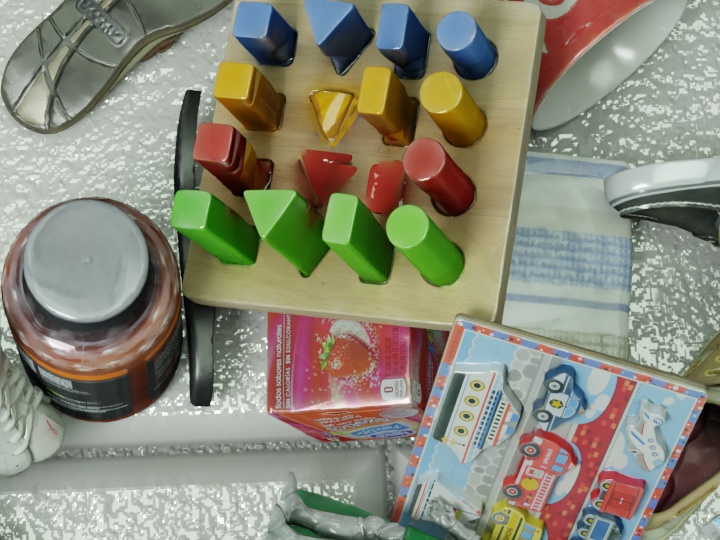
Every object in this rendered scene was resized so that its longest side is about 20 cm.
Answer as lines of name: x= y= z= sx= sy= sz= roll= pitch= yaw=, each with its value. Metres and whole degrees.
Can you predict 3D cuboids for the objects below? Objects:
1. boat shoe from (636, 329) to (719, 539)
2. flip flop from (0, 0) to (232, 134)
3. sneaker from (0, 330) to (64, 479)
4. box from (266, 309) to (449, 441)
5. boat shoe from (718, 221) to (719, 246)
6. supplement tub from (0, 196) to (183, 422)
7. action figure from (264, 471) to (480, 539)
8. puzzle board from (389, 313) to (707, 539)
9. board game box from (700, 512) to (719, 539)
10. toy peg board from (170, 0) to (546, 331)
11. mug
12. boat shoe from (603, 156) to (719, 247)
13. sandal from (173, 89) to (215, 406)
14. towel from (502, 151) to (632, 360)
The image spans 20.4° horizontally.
boat shoe: x=0.228 y=0.094 z=1.273 sx=0.074 sy=0.066 sz=0.200 roll=37 pitch=74 yaw=7
flip flop: x=-0.152 y=-0.166 z=1.326 sx=0.200 sy=0.058 sz=0.081 roll=-43 pitch=86 yaw=1
sneaker: x=-0.218 y=0.074 z=1.183 sx=0.099 sy=0.200 sz=0.079 roll=20 pitch=68 yaw=-9
box: x=0.000 y=0.000 z=1.253 sx=0.095 sy=0.100 sz=0.202 roll=-5 pitch=74 yaw=16
boat shoe: x=0.312 y=0.014 z=1.265 sx=0.199 sy=0.067 sz=0.072 roll=35 pitch=73 yaw=-27
supplement tub: x=-0.158 y=0.021 z=1.194 sx=0.106 sy=0.200 sz=0.108 roll=1 pitch=74 yaw=-5
action figure: x=0.041 y=0.177 z=1.199 sx=0.198 sy=0.118 sz=0.055 roll=18 pitch=115 yaw=1
puzzle board: x=0.106 y=0.118 z=1.198 sx=0.149 sy=0.201 sz=0.017 roll=15 pitch=44 yaw=0
board game box: x=0.330 y=0.201 z=1.268 sx=0.134 sy=0.034 sz=0.201 roll=-35 pitch=80 yaw=-13
toy peg board: x=-0.009 y=-0.079 z=1.172 sx=0.198 sy=0.098 sz=0.201 roll=6 pitch=77 yaw=19
mug: x=0.086 y=-0.199 z=1.313 sx=0.177 sy=0.134 sz=0.201 roll=-34 pitch=76 yaw=-14
boat shoe: x=0.256 y=-0.039 z=1.307 sx=0.198 sy=0.069 sz=0.057 roll=0 pitch=79 yaw=-13
sandal: x=-0.094 y=-0.014 z=1.278 sx=0.045 sy=0.075 sz=0.202 roll=-4 pitch=82 yaw=-6
towel: x=0.104 y=0.016 z=1.308 sx=0.145 sy=0.024 sz=0.202 roll=4 pitch=75 yaw=-3
